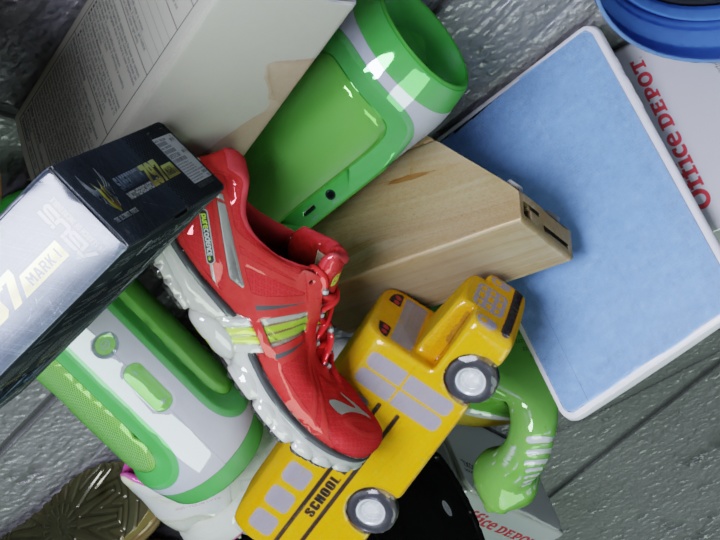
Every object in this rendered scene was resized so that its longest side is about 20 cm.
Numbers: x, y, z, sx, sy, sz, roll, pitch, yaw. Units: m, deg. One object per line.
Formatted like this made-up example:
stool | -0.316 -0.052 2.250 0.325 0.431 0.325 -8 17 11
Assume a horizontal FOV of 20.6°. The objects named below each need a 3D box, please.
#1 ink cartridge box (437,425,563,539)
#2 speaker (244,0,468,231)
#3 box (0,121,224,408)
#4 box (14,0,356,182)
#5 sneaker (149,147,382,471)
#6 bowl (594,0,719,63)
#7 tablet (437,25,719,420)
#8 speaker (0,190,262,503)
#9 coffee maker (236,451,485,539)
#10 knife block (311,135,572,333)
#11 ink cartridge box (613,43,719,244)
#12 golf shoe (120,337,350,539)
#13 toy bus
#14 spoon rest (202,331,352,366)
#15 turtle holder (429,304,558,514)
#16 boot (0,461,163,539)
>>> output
ink cartridge box | 0.031 0.200 1.516 0.200 0.083 0.145 -35 143 21
speaker | -0.037 -0.071 1.096 0.200 0.089 0.088 -37 143 24
box | -0.148 0.011 0.885 0.158 0.051 0.200 -45 -179 13
box | -0.094 -0.106 1.010 0.078 0.095 0.200 7 139 -36
sneaker | -0.036 0.023 1.024 0.085 0.077 0.200 -33 117 6
bowl | 0.212 -0.199 1.064 0.200 0.039 0.201 -10 138 -9
tablet | 0.128 -0.029 1.136 0.130 0.200 0.014 -37 153 25
speaker | -0.145 0.046 1.138 0.088 0.088 0.200 -32 121 17
coffee maker | -0.044 0.205 1.345 0.200 0.135 0.192 -33 139 29
knife block | 0.000 0.000 1.143 0.064 0.200 0.176 32 92 -50
ink cartridge box | 0.272 -0.081 1.184 0.200 0.147 0.146 -25 146 9
golf shoe | -0.074 0.101 1.244 0.091 0.075 0.200 35 120 -18
toy bus | 0.012 0.082 1.122 0.078 0.065 0.200 33 118 -2
spoon rest | -0.089 0.070 1.292 0.200 0.061 0.099 -11 145 -14
turtle holder | 0.084 0.042 1.237 0.141 0.186 0.132 -34 172 -35
boot | -0.151 0.209 1.461 0.175 0.066 0.200 -28 147 30
